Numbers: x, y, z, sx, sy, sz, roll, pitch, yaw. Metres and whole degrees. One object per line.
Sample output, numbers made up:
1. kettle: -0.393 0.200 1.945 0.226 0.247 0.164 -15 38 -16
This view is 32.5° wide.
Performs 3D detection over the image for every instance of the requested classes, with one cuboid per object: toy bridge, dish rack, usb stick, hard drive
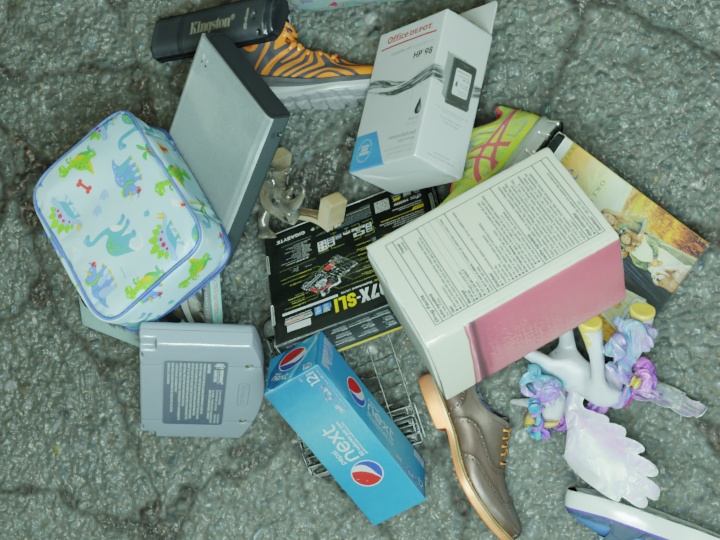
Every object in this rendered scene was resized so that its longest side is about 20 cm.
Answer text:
1. toy bridge: -0.094 -0.102 1.353 0.200 0.027 0.068 39 139 28
2. dish rack: -0.016 0.121 1.345 0.152 0.055 0.201 -19 87 14
3. usb stick: -0.157 -0.263 1.343 0.199 0.033 0.056 -1 70 42
4. hard drive: -0.148 -0.122 1.275 0.140 0.033 0.201 51 134 29

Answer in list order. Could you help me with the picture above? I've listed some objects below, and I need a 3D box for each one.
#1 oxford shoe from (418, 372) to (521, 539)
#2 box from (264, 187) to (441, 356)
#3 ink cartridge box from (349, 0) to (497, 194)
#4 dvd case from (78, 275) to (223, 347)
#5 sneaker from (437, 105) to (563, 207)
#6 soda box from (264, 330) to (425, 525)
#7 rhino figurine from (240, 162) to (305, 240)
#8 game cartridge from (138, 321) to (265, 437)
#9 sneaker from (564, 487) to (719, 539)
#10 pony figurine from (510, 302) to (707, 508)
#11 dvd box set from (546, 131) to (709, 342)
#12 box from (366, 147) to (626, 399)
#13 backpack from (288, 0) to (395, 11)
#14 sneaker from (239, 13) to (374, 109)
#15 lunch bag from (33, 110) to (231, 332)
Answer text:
1. oxford shoe: 0.132 0.191 1.303 0.073 0.071 0.201 -25 84 6
2. box: 0.000 0.000 1.298 0.199 0.049 0.160 -21 47 11
3. ink cartridge box: 0.065 -0.189 1.267 0.116 0.066 0.201 -9 64 54
4. dvd case: -0.234 0.024 1.352 0.199 0.022 0.147 18 126 26
5. sneaker: 0.124 -0.100 1.277 0.090 0.078 0.200 31 55 22
6. soda box: -0.013 0.163 1.259 0.068 0.064 0.200 -29 114 17
7. rhino figurine: -0.121 -0.076 1.325 0.199 0.059 0.088 -4 92 52
8. game cartridge: -0.168 0.117 1.308 0.132 0.201 0.042 -1 55 -11
9. sneaker: 0.286 0.319 1.259 0.199 0.081 0.147 19 90 7
10. pony figurine: 0.236 0.113 1.227 0.192 0.166 0.201 23 135 27
11. dvd box set: 0.237 -0.025 1.255 0.199 0.029 0.147 34 97 -17
12. box: 0.127 0.003 1.138 0.199 0.109 0.128 -29 54 -3
13. backpack: -0.025 -0.349 1.300 0.198 0.167 0.128 -6 79 -3
14. sneaker: -0.061 -0.236 1.344 0.198 0.078 0.113 -2 81 5
15. lunch bag: -0.238 -0.049 1.266 0.161 0.082 0.200 -40 66 11
